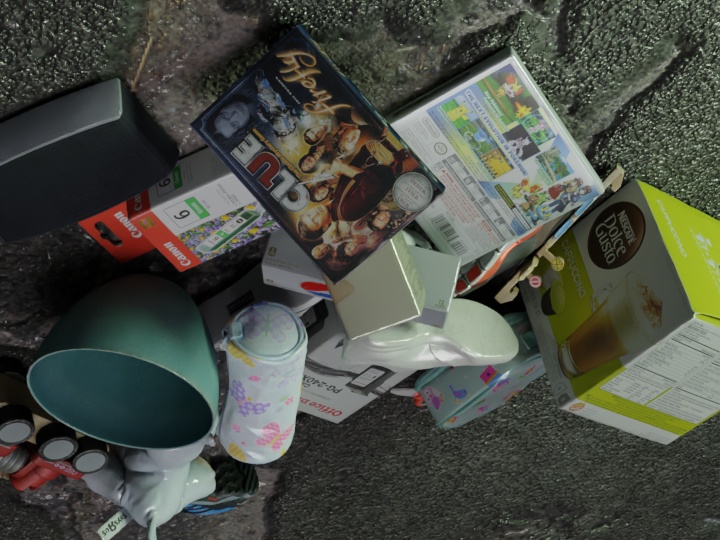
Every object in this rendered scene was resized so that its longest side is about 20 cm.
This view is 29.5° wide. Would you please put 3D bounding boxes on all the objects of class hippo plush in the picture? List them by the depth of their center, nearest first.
[{"bbox_3d":[-0.252,0.213,1.651,0.159,0.200,0.161,23,117,8],"label":"hippo plush"}]

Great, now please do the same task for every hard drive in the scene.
[{"bbox_3d":[-0.285,-0.097,1.295,0.200,0.042,0.135,-22,143,11],"label":"hard drive"}]

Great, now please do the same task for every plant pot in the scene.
[{"bbox_3d":[-0.239,0.083,1.458,0.200,0.135,0.200,7,145,5],"label":"plant pot"}]

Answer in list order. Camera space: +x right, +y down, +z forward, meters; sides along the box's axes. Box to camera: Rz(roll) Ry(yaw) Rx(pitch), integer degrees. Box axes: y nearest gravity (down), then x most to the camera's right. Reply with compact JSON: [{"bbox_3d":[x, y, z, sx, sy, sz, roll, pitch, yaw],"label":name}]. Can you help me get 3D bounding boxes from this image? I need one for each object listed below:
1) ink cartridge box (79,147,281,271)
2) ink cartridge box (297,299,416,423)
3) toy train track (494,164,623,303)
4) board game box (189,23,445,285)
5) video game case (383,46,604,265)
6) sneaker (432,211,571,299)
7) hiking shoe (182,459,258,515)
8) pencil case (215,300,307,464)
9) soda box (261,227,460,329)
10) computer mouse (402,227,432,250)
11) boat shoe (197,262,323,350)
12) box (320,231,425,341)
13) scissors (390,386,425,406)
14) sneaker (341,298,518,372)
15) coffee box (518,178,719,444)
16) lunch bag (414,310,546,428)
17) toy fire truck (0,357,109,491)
[{"bbox_3d":[-0.181,-0.054,1.381,0.200,0.050,0.109,-23,143,12],"label":"ink cartridge box"},{"bbox_3d":[-0.015,0.085,1.596,0.200,0.083,0.145,-37,138,28],"label":"ink cartridge box"},{"bbox_3d":[0.226,-0.033,1.513,0.033,0.115,0.200,41,109,-1],"label":"toy train track"},{"bbox_3d":[-0.038,-0.104,1.246,0.135,0.035,0.200,-41,96,13],"label":"board game box"},{"bbox_3d":[0.122,-0.109,1.386,0.182,0.022,0.200,-28,125,19],"label":"video game case"},{"bbox_3d":[0.156,-0.022,1.518,0.082,0.077,0.200,17,136,-44],"label":"sneaker"},{"bbox_3d":[-0.237,0.298,1.821,0.200,0.074,0.087,8,139,-27],"label":"hiking shoe"},{"bbox_3d":[-0.109,0.126,1.493,0.091,0.083,0.200,-14,140,-19],"label":"pencil case"},{"bbox_3d":[0.000,0.000,1.426,0.200,0.064,0.068,14,163,3],"label":"soda box"},{"bbox_3d":[0.027,-0.037,1.467,0.110,0.044,0.200,5,160,28],"label":"computer mouse"},{"bbox_3d":[-0.097,0.037,1.519,0.200,0.072,0.066,-32,155,17],"label":"boat shoe"},{"bbox_3d":[-0.008,-0.044,1.323,0.078,0.095,0.200,-20,99,9],"label":"box"},{"bbox_3d":[0.070,0.156,1.711,0.073,0.014,0.200,-42,163,28],"label":"scissors"},{"bbox_3d":[0.073,0.081,1.507,0.200,0.075,0.089,6,142,-21],"label":"sneaker"},{"bbox_3d":[0.334,0.051,1.564,0.200,0.200,0.198,21,131,-38],"label":"coffee box"},{"bbox_3d":[0.168,0.108,1.641,0.160,0.077,0.200,-43,164,30],"label":"lunch bag"},{"bbox_3d":[-0.424,0.205,1.615,0.200,0.129,0.176,-40,138,17],"label":"toy fire truck"}]
